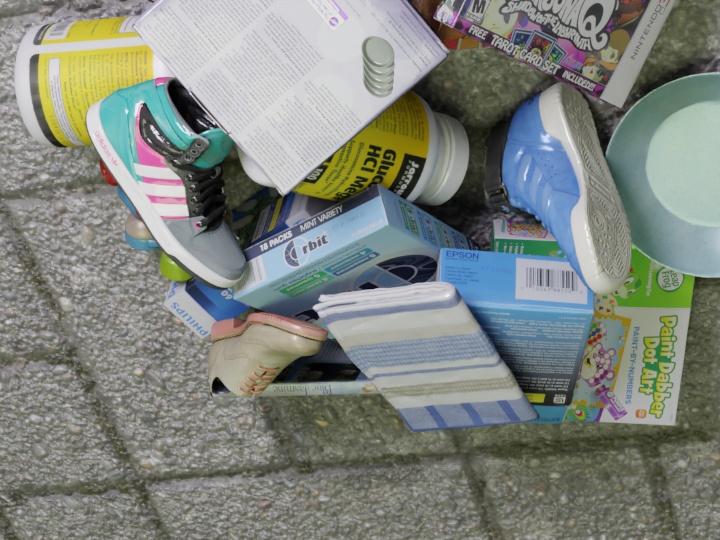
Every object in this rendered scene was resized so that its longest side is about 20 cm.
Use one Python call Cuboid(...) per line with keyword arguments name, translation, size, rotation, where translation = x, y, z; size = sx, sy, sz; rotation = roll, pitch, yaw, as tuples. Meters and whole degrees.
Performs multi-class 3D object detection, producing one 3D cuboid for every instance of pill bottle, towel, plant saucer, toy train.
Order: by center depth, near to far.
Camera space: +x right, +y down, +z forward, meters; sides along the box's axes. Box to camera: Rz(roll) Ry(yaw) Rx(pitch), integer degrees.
Cuboid(name="pill bottle", translation=(-0.003, -0.116, 1.547), size=(0.198, 0.113, 0.113), rotation=(10, 138, -37))
Cuboid(name="plant saucer", translation=(0.321, -0.091, 1.566), size=(0.199, 0.039, 0.203), rotation=(6, 119, 11))
Cuboid(name="towel", translation=(0.063, 0.080, 1.570), size=(0.146, 0.024, 0.200), rotation=(-7, 138, 31))
Cuboid(name="pill bottle", translation=(-0.204, -0.175, 1.578), size=(0.198, 0.113, 0.113), rotation=(-2, 127, 16))
Cuboid(name="toy train", translation=(-0.172, -0.037, 1.644), size=(0.084, 0.200, 0.117), rotation=(-21, 135, -27))

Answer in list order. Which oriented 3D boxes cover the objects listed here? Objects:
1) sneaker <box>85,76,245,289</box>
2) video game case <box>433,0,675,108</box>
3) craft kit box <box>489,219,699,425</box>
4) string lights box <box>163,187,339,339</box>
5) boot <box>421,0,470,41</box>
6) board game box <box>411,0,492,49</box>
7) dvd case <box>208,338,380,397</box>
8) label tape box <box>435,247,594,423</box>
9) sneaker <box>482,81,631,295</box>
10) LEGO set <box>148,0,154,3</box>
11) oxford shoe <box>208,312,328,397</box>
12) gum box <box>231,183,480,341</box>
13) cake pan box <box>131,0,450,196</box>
Cuboid(name="sneaker", translation=(-0.135, -0.087, 1.492), size=(0.120, 0.084, 0.201), rotation=(-28, 106, 31))
Cuboid(name="video game case", translation=(0.177, -0.247, 1.392), size=(0.199, 0.036, 0.183), rotation=(20, 102, -35))
Cuboid(name="craft kit box", translation=(0.218, 0.052, 1.673), size=(0.195, 0.049, 0.202), rotation=(1, 117, -1))
Cuboid(name="string lights box", translation=(-0.096, -0.024, 1.687), size=(0.199, 0.103, 0.059), rotation=(-32, 117, 31))
Cuboid(name="boot", translation=(0.132, -0.217, 1.446), size=(0.154, 0.077, 0.201), rotation=(-27, 135, -13))
Cuboid(name="board game box", translation=(0.103, -0.277, 1.452), size=(0.095, 0.030, 0.202), rotation=(-5, 128, -29))
Cuboid(name="dvd case", translation=(-0.039, 0.086, 1.735), size=(0.198, 0.143, 0.018), rotation=(-3, 114, 15))
Cuboid(name="label tape box", translation=(0.135, 0.066, 1.614), size=(0.142, 0.067, 0.201), rotation=(4, 146, 0))
Cuboid(name="sneaker", translation=(0.170, -0.058, 1.558), size=(0.111, 0.202, 0.076), rotation=(-28, 157, 37))
Cuboid(name="LEGO set", translation=(-0.135, -0.248, 1.489), size=(0.198, 0.154, 0.116), rotation=(25, 112, -16))
Cuboid(name="oxford shoe", translation=(-0.087, 0.083, 1.612), size=(0.070, 0.075, 0.200), rotation=(16, 166, -22))
Cuboid(name="gum box", translation=(0.000, 0.000, 1.602), size=(0.169, 0.045, 0.200), rotation=(-25, 155, 22))
Cuboid(name="cake pan box", translation=(-0.058, -0.193, 1.397), size=(0.184, 0.052, 0.200), rotation=(-41, 102, 10))
